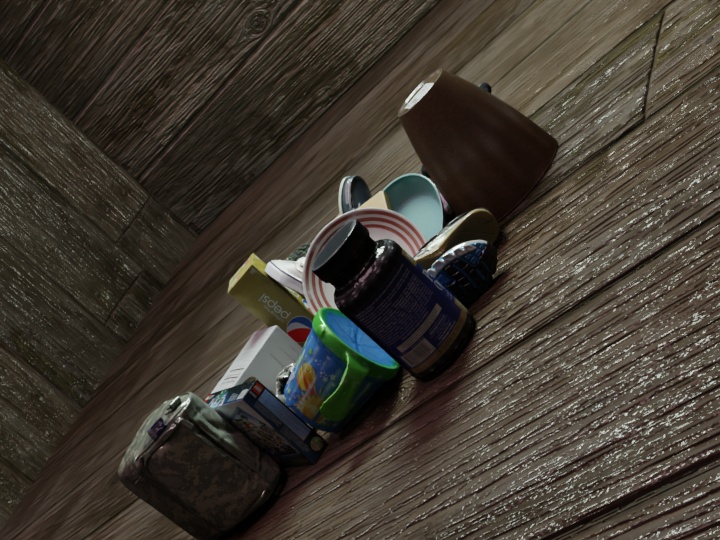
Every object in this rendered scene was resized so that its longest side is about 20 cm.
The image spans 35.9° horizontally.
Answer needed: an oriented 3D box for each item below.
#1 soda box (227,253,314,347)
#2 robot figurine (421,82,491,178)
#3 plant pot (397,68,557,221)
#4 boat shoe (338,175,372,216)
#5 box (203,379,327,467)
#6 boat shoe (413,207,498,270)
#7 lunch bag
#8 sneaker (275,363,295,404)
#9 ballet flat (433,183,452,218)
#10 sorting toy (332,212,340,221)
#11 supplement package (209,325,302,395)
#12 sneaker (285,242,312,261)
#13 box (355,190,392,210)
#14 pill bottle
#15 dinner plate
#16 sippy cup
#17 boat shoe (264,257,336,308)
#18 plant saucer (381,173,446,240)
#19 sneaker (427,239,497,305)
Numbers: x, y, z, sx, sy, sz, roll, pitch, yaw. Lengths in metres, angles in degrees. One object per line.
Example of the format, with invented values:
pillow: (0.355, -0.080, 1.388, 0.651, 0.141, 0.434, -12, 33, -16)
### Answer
soda box: (-0.121, 0.066, 1.806, 0.064, 0.199, 0.068, -48, 13, 9)
robot figurine: (0.165, -0.242, 1.917, 0.123, 0.152, 0.201, 1, 31, 12)
plant pot: (0.155, -0.193, 1.641, 0.187, 0.200, 0.187, -45, 15, 15)
boat shoe: (0.013, -0.066, 1.824, 0.062, 0.074, 0.203, -31, 63, 54)
box: (-0.146, 0.224, 1.591, 0.038, 0.136, 0.199, -54, 15, -26)
boat shoe: (0.117, -0.011, 1.568, 0.199, 0.073, 0.065, -40, 6, 15)
lunch bag: (-0.224, 0.271, 1.579, 0.167, 0.199, 0.140, -36, 19, 44)
sneaker: (-0.080, 0.163, 1.675, 0.075, 0.081, 0.201, -40, 15, 37)
ballet flat: (0.081, -0.069, 1.847, 0.199, 0.069, 0.072, -37, 37, 39)
sorting toy: (-0.036, -0.030, 2.078, 0.199, 0.069, 0.200, -50, 13, -5)
supplement package: (-0.166, 0.205, 1.758, 0.201, 0.113, 0.109, -56, 15, -22)
sneaker: (-0.059, 0.025, 1.839, 0.078, 0.085, 0.199, -47, 47, -5)
box: (0.000, 0.000, 1.719, 0.163, 0.021, 0.202, -35, 50, 28)
pill bottle: (0.038, 0.034, 1.394, 0.112, 0.200, 0.112, -44, 14, 14)
dinner plate: (0.012, 0.006, 1.631, 0.201, 0.199, 0.024, -50, -20, -6)
sippy cup: (-0.034, 0.142, 1.507, 0.131, 0.139, 0.177, -56, -23, 13)
boat shoe: (-0.068, 0.009, 1.715, 0.199, 0.071, 0.071, 23, 86, 45)
plant saucer: (0.072, -0.047, 1.712, 0.199, 0.036, 0.203, -24, 58, 47)
sneaker: (0.105, 0.023, 1.493, 0.200, 0.075, 0.087, -43, 9, 23)
